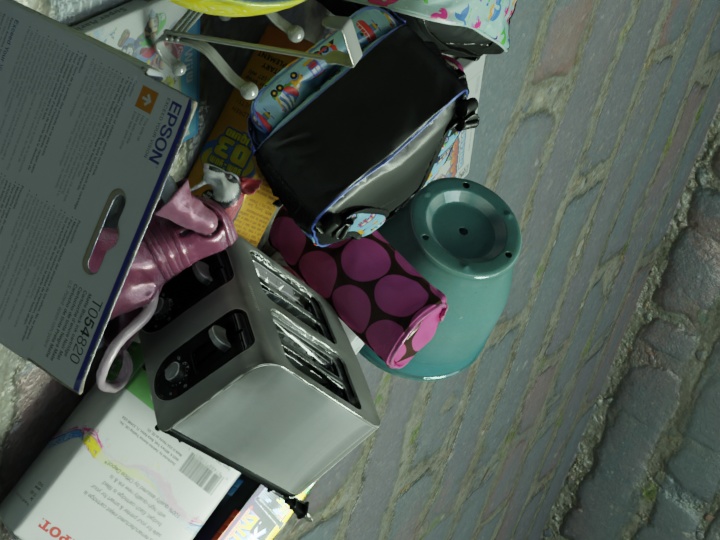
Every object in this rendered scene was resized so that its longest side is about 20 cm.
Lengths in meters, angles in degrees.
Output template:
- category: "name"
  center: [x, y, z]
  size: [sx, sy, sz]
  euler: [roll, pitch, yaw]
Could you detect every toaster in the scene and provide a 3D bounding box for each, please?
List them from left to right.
- category: "toaster"
  center: [-0.089, 0.088, 0.984]
  size: [0.119, 0.181, 0.200]
  euler: [-39, 131, 15]

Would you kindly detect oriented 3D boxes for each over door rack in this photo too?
- category: "over door rack"
  center: [-0.041, -0.199, 0.837]
  size: [0.148, 0.200, 0.067]
  euler: [-58, 134, -27]

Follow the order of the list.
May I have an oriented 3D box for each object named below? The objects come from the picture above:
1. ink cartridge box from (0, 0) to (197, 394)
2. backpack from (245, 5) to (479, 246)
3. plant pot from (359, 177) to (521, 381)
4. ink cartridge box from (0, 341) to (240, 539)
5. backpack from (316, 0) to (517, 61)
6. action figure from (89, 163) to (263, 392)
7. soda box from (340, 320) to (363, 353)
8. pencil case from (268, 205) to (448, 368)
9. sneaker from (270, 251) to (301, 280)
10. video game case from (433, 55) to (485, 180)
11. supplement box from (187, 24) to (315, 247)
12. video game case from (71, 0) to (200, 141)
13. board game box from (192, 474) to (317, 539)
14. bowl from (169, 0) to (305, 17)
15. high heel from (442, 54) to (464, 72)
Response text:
- category: "ink cartridge box"
  center: [-0.203, -0.054, 0.710]
  size: [0.041, 0.200, 0.200]
  euler: [2, 115, -64]
- category: "backpack"
  center: [-0.002, -0.110, 0.965]
  size: [0.183, 0.135, 0.200]
  euler: [-41, 174, -5]
- category: "plant pot"
  center: [0.089, -0.003, 1.295]
  size: [0.200, 0.200, 0.188]
  euler: [-43, 169, -36]
- category: "ink cartridge box"
  center: [-0.210, 0.188, 1.027]
  size: [0.145, 0.084, 0.200]
  euler: [44, 72, -24]
- category: "backpack"
  center: [0.049, -0.270, 1.004]
  size: [0.200, 0.177, 0.151]
  euler: [-17, 122, -62]
- category: "action figure"
  center: [-0.161, -0.016, 0.893]
  size: [0.200, 0.149, 0.134]
  euler: [-29, 169, -5]
- category: "soda box"
  center: [-0.060, 0.099, 1.191]
  size: [0.200, 0.068, 0.064]
  euler: [-53, 168, 19]
- category: "pencil case"
  center: [0.000, 0.000, 1.092]
  size: [0.094, 0.200, 0.091]
  euler: [-35, 157, -19]
- category: "sneaker"
  center: [-0.095, 0.016, 1.158]
  size: [0.105, 0.075, 0.200]
  euler: [-54, 164, -3]
- category: "video game case"
  center: [0.090, -0.156, 1.408]
  size: [0.182, 0.024, 0.200]
  euler: [-43, 151, -35]
- category: "supplement box"
  center: [-0.093, -0.118, 1.028]
  size: [0.200, 0.067, 0.069]
  euler: [-63, 156, 4]
- category: "video game case"
  center: [-0.197, -0.129, 0.864]
  size: [0.200, 0.018, 0.143]
  euler: [-39, 148, -42]
- category: "board game box"
  center: [-0.159, 0.231, 1.125]
  size: [0.165, 0.200, 0.057]
  euler: [-50, 122, -23]
- category: "bowl"
  center: [-0.109, -0.255, 0.761]
  size: [0.200, 0.200, 0.108]
  euler: [-46, -165, -31]
- category: "high heel"
  center: [0.037, -0.180, 1.097]
  size: [0.096, 0.200, 0.067]
  euler: [-24, 105, -46]
